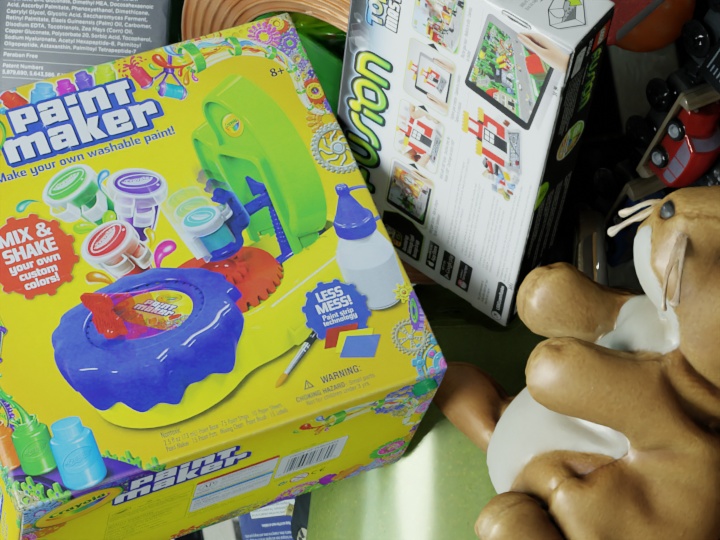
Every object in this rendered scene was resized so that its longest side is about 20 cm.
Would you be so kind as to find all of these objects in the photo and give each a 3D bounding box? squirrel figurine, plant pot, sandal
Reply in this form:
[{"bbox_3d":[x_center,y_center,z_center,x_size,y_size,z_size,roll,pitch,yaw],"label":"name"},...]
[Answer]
[{"bbox_3d":[0.158,0.056,1.026,0.187,0.200,0.142,-53,16,17],"label":"squirrel figurine"},{"bbox_3d":[0.048,0.105,1.180,0.200,0.199,0.191,16,112,58],"label":"plant pot"},{"bbox_3d":[0.144,0.059,1.133,0.082,0.054,0.201,-86,-21,-73],"label":"sandal"}]

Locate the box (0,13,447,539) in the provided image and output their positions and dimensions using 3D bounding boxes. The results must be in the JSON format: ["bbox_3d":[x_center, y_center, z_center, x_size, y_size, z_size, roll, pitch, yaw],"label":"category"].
[{"bbox_3d":[-0.097,0.014,1.054,0.122,0.199,0.193,112,137,-63],"label":"box"}]

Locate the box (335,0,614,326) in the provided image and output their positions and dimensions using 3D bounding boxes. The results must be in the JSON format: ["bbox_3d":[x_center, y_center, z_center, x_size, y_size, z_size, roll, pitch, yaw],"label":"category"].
[{"bbox_3d":[0.043,-0.069,1.019,0.110,0.035,0.200,34,148,17],"label":"box"}]

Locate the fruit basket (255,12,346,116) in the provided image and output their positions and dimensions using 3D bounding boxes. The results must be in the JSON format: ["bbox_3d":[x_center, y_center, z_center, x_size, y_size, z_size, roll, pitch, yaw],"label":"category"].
[{"bbox_3d":[0.001,-0.155,1.194,0.215,0.155,0.216,34,133,46],"label":"fruit basket"}]

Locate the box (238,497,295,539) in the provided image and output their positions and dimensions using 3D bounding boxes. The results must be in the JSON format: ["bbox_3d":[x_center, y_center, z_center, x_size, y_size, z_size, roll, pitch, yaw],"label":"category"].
[{"bbox_3d":[-0.047,0.155,1.534,0.121,0.032,0.201,-16,85,61],"label":"box"}]

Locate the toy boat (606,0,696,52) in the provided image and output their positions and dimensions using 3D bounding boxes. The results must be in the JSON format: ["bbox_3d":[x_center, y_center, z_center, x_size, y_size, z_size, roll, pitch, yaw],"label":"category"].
[{"bbox_3d":[0.108,-0.154,1.070,0.131,0.130,0.200,44,-169,-32],"label":"toy boat"}]

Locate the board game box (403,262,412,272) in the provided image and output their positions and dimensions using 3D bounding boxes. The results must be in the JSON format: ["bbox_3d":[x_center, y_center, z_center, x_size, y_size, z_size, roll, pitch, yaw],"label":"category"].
[{"bbox_3d":[0.000,0.000,1.283,0.200,0.105,0.024,-15,90,50],"label":"board game box"}]

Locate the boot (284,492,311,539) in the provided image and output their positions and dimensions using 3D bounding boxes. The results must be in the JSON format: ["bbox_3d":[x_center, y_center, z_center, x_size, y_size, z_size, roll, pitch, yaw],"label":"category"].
[{"bbox_3d":[-0.034,0.096,1.418,0.203,0.073,0.154,39,137,24],"label":"boot"}]

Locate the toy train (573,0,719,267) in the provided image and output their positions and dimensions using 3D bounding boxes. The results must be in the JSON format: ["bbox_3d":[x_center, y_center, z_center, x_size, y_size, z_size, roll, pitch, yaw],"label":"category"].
[{"bbox_3d":[0.154,-0.066,1.100,0.046,0.034,0.200,51,142,21],"label":"toy train"}]

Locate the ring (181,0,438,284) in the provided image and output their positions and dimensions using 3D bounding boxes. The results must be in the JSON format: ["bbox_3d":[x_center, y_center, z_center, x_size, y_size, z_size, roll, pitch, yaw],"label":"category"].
[{"bbox_3d":[-0.006,-0.076,1.123,0.200,0.019,0.201,29,145,23],"label":"ring"}]

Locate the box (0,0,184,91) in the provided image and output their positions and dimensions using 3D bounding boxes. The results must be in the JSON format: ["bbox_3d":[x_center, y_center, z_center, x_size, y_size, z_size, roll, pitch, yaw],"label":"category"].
[{"bbox_3d":[-0.146,-0.098,1.323,0.200,0.104,0.183,-11,-76,-86],"label":"box"}]
